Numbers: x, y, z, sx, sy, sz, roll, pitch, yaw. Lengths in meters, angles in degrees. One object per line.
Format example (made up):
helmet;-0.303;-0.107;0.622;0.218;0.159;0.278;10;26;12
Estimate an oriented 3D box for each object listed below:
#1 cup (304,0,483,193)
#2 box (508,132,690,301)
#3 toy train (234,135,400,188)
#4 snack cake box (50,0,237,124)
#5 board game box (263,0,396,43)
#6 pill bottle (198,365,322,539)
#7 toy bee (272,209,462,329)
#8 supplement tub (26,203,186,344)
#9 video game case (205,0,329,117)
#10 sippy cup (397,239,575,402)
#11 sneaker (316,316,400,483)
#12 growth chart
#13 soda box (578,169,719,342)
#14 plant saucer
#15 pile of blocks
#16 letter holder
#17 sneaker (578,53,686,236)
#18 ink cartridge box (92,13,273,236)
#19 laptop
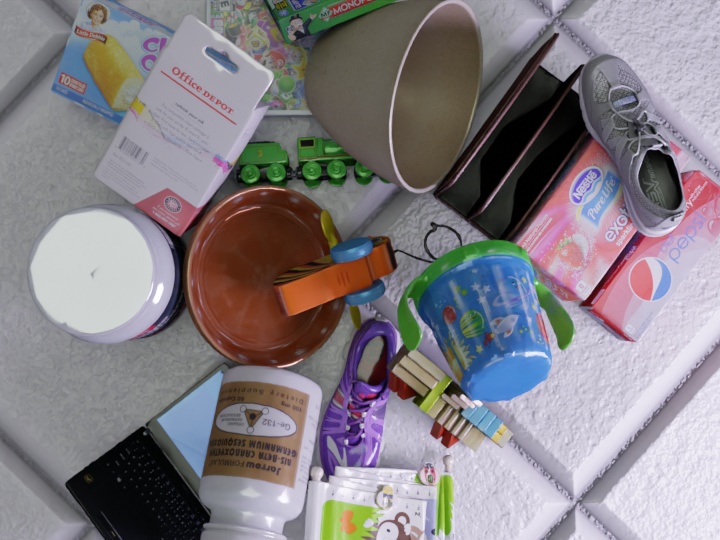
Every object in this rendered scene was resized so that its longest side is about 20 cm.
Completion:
cup;0.024;-0.197;0.980;0.142;0.200;0.202;18;87;28
box;0.261;-0.074;1.030;0.102;0.095;0.201;38;87;1
toy train;-0.047;-0.127;1.054;0.198;0.042;0.057;-4;77;-2
snack cake box;-0.229;-0.213;1.022;0.199;0.067;0.116;26;106;3
board game box;-0.042;-0.317;0.995;0.134;0.201;0.029;-23;127;-2
pill bottle;-0.111;0.213;0.972;0.113;0.115;0.202;9;67;-1
toy bee;0.000;0.000;1.014;0.198;0.109;0.132;3;101;-10
supplement tub;-0.258;0.005;0.962;0.139;0.200;0.142;0;88;-1
video game case;-0.082;-0.251;1.068;0.198;0.018;0.145;0;87;-1
sippy cup;0.135;0.061;0.952;0.176;0.140;0.131;-20;53;4
sneaker;-0.004;0.150;1.021;0.080;0.083;0.202;10;88;-1
growth chart;0.025;0.277;0.990;0.198;0.018;0.146;4;71;-28
soda box;0.342;-0.016;1.045;0.070;0.063;0.201;37;88;1
plant saucer;-0.104;0.008;1.012;0.199;0.032;0.203;0;89;-32
pile of blocks;0.098;0.158;0.997;0.200;0.082;0.062;41;85;-29
letter holder;0.183;-0.142;1.007;0.100;0.142;0.201;36;87;0
sneaker;0.293;-0.136;0.944;0.074;0.082;0.201;-25;87;-2
ink cartridge box;-0.177;-0.154;0.958;0.116;0.068;0.201;35;107;-2
laptop;-0.182;0.235;1.003;0.103;0.200;0.178;-38;88;34
